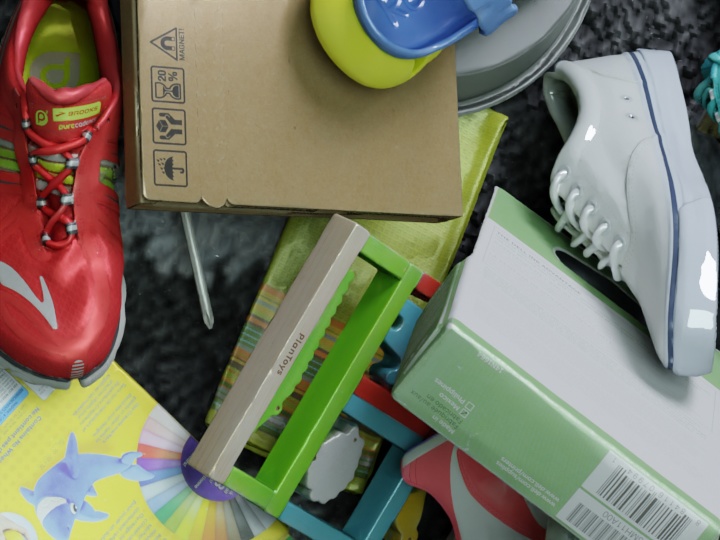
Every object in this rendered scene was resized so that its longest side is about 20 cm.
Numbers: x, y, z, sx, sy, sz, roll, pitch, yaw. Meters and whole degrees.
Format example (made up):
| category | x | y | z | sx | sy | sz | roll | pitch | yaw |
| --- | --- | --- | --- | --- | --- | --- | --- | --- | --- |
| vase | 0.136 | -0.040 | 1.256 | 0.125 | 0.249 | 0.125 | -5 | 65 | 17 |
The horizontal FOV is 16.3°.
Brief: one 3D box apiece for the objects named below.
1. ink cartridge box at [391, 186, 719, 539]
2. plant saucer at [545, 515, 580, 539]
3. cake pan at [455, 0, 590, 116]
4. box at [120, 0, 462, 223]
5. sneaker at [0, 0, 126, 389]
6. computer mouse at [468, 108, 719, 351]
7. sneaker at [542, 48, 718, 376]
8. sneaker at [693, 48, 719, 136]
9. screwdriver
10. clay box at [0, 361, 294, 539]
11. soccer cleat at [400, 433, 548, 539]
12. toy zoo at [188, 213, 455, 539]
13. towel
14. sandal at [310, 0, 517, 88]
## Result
| category | x | y | z | sx | sy | sz | roll | pitch | yaw |
| --- | --- | --- | --- | --- | --- | --- | --- | --- | --- |
| ink cartridge box | 0.094 | 0.047 | 1.114 | 0.145 | 0.200 | 0.048 | 37 | 108 | -4 |
| plant saucer | 0.133 | 0.184 | 1.105 | 0.050 | 0.200 | 0.201 | -13 | 90 | 16 |
| cake pan | 0.029 | -0.174 | 1.208 | 0.199 | 0.037 | 0.202 | 3 | 81 | -16 |
| box | -0.031 | -0.123 | 1.137 | 0.163 | 0.021 | 0.201 | 2 | 80 | -27 |
| sneaker | -0.137 | -0.047 | 1.102 | 0.077 | 0.085 | 0.201 | 2 | 63 | -12 |
| computer mouse | 0.155 | -0.017 | 1.240 | 0.199 | 0.046 | 0.141 | 12 | 83 | -16 |
| sneaker | 0.124 | -0.026 | 1.173 | 0.070 | 0.201 | 0.073 | -5 | 132 | -1 |
| sneaker | 0.202 | -0.078 | 1.233 | 0.079 | 0.078 | 0.201 | 8 | 59 | 7 |
| screwdriver | -0.090 | -0.072 | 1.172 | 0.028 | 0.029 | 0.201 | -12 | 85 | -17 |
| clay box | -0.124 | 0.112 | 1.142 | 0.200 | 0.048 | 0.115 | 45 | 73 | -10 |
| soccer cleat | 0.083 | 0.147 | 1.184 | 0.073 | 0.068 | 0.201 | -15 | 123 | 14 |
| toy zoo | 0.025 | 0.077 | 1.169 | 0.200 | 0.020 | 0.132 | 34 | 85 | -38 |
| towel | 0.000 | 0.000 | 1.205 | 0.086 | 0.018 | 0.201 | 25 | 79 | -15 |
| sandal | 0.068 | -0.155 | 1.137 | 0.080 | 0.087 | 0.200 | 51 | 57 | -13 |
